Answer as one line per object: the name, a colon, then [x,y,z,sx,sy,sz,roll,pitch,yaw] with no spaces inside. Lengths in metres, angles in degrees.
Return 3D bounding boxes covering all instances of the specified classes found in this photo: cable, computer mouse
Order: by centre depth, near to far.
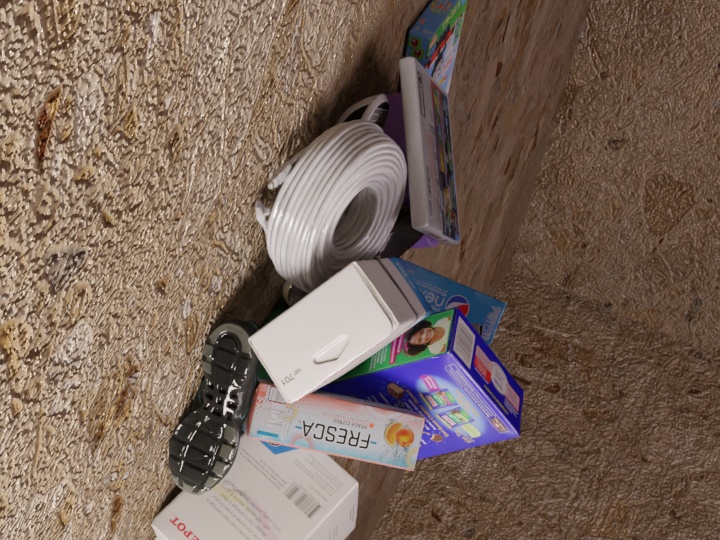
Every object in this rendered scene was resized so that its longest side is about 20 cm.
cable: [-0.023,-0.070,1.183,0.200,0.069,0.201,-47,153,-24]
computer mouse: [-0.026,-0.124,1.267,0.202,0.044,0.110,-64,164,12]

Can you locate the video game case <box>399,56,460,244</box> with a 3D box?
video game case: [0.086,-0.141,1.311,0.182,0.023,0.203,16,69,-72]

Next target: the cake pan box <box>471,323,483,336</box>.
cake pan box: [0.060,0.139,1.388,0.053,0.182,0.201,-82,178,-49]

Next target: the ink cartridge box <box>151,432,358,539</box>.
ink cartridge box: [-0.121,0.300,1.255,0.200,0.147,0.145,-41,157,-25]

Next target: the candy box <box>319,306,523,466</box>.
candy box: [0.072,0.146,1.295,0.169,0.198,0.078,50,37,-31]

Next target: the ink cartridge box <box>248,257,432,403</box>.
ink cartridge box: [-0.016,0.060,1.159,0.146,0.086,0.200,-35,172,12]

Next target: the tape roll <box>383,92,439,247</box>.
tape roll: [0.063,-0.130,1.394,0.200,0.065,0.203,-3,90,-73]

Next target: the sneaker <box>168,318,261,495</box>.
sneaker: [-0.146,0.148,1.156,0.079,0.075,0.202,-22,134,-76]

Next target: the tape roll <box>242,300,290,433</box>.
tape roll: [-0.105,0.135,1.370,0.200,0.048,0.202,23,90,-78]

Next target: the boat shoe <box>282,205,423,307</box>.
boat shoe: [0.000,0.000,1.298,0.199,0.074,0.075,-35,135,6]

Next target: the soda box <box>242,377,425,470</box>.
soda box: [-0.032,0.173,1.209,0.068,0.198,0.064,-174,-82,-78]

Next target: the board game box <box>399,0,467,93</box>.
board game box: [0.098,-0.290,1.507,0.201,0.036,0.152,100,17,-49]

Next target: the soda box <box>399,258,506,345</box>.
soda box: [0.095,0.034,1.469,0.068,0.198,0.065,-147,-100,-81]
